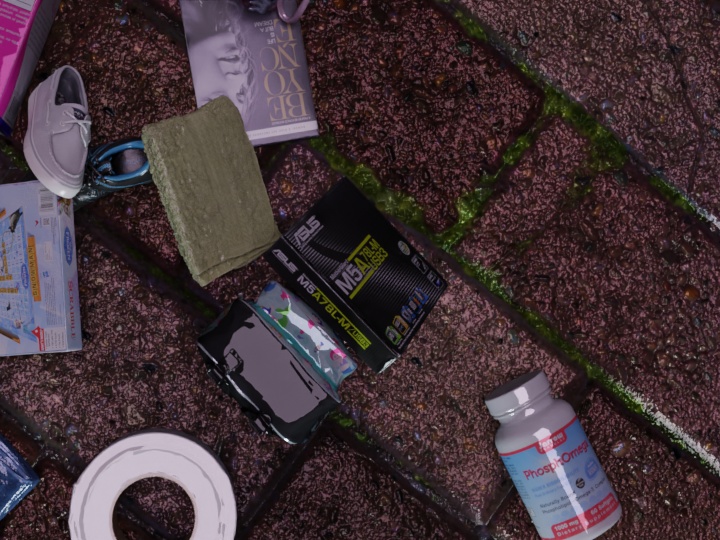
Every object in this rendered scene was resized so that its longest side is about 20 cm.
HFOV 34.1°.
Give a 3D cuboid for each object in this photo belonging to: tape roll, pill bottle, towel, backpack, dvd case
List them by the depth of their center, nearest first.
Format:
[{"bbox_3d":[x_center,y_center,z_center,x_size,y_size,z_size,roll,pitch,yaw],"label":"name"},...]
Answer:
[{"bbox_3d":[-0.098,0.108,1.371,0.150,0.200,0.178,-44,88,-11],"label":"backpack"},{"bbox_3d":[-0.485,0.215,1.386,0.200,0.049,0.112,45,95,-3],"label":"towel"},{"bbox_3d":[-0.247,0.292,1.406,0.199,0.071,0.206,0,87,-6],"label":"tape roll"},{"bbox_3d":[-0.179,-0.097,1.415,0.148,0.036,0.203,-28,105,-39],"label":"towel"},{"bbox_3d":[0.233,0.231,1.446,0.108,0.109,0.202,-27,90,-7],"label":"pill bottle"},{"bbox_3d":[-0.140,-0.256,1.478,0.146,0.016,0.203,-10,88,-8],"label":"dvd case"}]

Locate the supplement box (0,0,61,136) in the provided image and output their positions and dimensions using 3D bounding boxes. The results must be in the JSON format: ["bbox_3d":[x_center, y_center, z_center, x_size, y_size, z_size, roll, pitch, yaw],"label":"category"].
[{"bbox_3d":[-0.438,-0.279,1.402,0.102,0.101,0.203,21,84,-4],"label":"supplement box"}]

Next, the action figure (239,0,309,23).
[{"bbox_3d":[-0.134,-0.425,1.441,0.148,0.134,0.202,12,44,-39],"label":"action figure"}]

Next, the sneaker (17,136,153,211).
[{"bbox_3d":[-0.327,-0.121,1.415,0.198,0.082,0.074,-22,91,-6],"label":"sneaker"}]

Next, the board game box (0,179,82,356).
[{"bbox_3d":[-0.431,0.002,1.385,0.196,0.041,0.203,-4,87,13],"label":"board game box"}]

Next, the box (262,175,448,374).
[{"bbox_3d":[0.000,0.000,1.400,0.193,0.200,0.047,48,123,-3],"label":"box"}]

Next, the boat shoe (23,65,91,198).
[{"bbox_3d":[-0.344,-0.167,1.371,0.072,0.201,0.069,30,118,-31],"label":"boat shoe"}]
